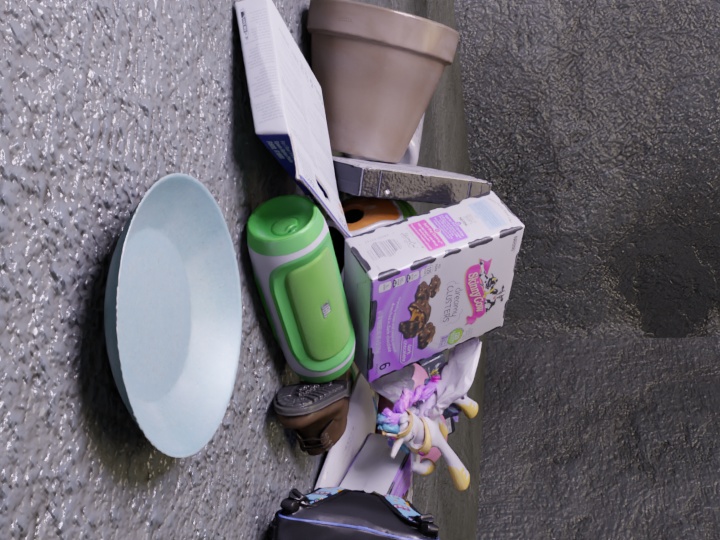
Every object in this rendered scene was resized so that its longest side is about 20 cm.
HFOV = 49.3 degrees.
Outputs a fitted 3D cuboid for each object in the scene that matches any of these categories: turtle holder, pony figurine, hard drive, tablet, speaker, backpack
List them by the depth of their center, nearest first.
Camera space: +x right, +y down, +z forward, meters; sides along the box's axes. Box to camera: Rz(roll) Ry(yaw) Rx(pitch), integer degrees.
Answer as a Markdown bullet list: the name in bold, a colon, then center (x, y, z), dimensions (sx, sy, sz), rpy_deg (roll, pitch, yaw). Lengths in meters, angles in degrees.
- **speaker**: center (-0.059, 0.024, 0.825), dimensions (0.089, 0.086, 0.203), rpy_deg (-77, 160, -47)
- **backpack**: center (-0.007, 0.306, 0.844), dimensions (0.200, 0.178, 0.138), rpy_deg (76, 22, -81)
- **hard drive**: center (0.047, -0.112, 0.975), dimensions (0.139, 0.197, 0.039), rpy_deg (24, -71, 56)
- **turtle holder**: center (-0.004, -0.011, 1.005), dimensions (0.130, 0.186, 0.142), rpy_deg (-6, 56, -47)
- **pony figurine**: center (0.092, 0.175, 1.035), dimensions (0.200, 0.164, 0.196), rpy_deg (45, 50, -48)
- **tablet**: center (-0.016, 0.251, 1.062), dimensions (0.132, 0.013, 0.202), rpy_deg (77, 27, -43)

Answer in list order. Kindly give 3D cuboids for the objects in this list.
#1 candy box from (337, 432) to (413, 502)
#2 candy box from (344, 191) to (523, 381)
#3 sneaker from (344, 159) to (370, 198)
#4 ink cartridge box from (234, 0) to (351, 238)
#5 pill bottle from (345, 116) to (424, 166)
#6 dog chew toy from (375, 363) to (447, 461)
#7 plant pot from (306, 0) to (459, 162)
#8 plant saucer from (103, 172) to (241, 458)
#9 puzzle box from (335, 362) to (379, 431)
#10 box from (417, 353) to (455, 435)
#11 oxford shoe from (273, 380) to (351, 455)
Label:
- **candy box**: center (0.020, 0.356, 1.069), dimensions (0.168, 0.070, 0.204), rpy_deg (-46, 138, -64)
- **candy box**: center (0.081, 0.019, 0.917), dimensions (0.072, 0.197, 0.170), rpy_deg (53, -27, 40)
- **sneaker**: center (0.032, -0.071, 1.144), dimensions (0.202, 0.077, 0.090), rpy_deg (57, -18, 22)
- **ink cartridge box**: center (-0.068, -0.147, 0.823), dimensions (0.200, 0.040, 0.204), rpy_deg (50, 27, -69)
- **pill bottle**: center (0.044, -0.240, 1.233), dimensions (0.116, 0.112, 0.202), rpy_deg (75, 19, -43)
- **dog chew toy**: center (0.080, 0.232, 1.288), dimensions (0.126, 0.122, 0.203), rpy_deg (-74, 161, -52)
- **plant pot**: center (0.014, -0.237, 1.008), dimensions (0.200, 0.196, 0.177), rpy_deg (-30, 133, -75)
- **plant saucer**: center (-0.141, 0.032, 0.576), dimensions (0.201, 0.038, 0.206), rpy_deg (-2, 90, -77)
- **puzzle box**: center (-0.006, 0.177, 1.155), dimensions (0.202, 0.025, 0.135), rpy_deg (72, 21, -50)
- **box**: center (0.106, 0.185, 1.419), dimensions (0.158, 0.050, 0.203), rpy_deg (50, -22, 50)
- **oxford shoe**: center (-0.047, 0.168, 0.887), dimensions (0.200, 0.071, 0.086), rpy_deg (26, 65, -75)
